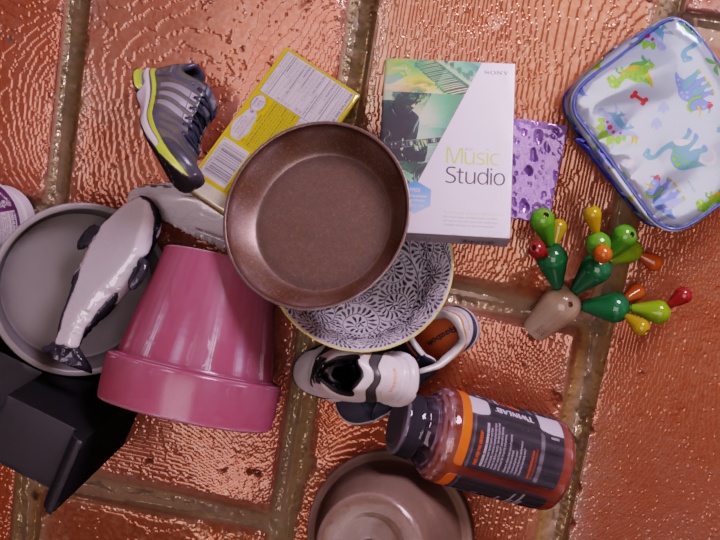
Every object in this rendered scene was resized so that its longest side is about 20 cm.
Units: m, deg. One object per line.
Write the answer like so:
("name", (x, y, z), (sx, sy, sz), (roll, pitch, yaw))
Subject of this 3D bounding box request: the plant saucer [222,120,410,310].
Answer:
("plant saucer", (-0.043, -0.054, 0.872), (0.199, 0.037, 0.201), (-4, 75, 15))

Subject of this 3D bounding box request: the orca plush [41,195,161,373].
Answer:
("orca plush", (-0.269, 0.018, 0.945), (0.105, 0.071, 0.201), (9, 78, 26))

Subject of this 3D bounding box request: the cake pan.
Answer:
("cake pan", (-0.324, 0.020, 0.978), (0.199, 0.037, 0.201), (-5, 101, -26))

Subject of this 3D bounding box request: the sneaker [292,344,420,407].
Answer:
("sneaker", (-0.024, 0.109, 0.938), (0.080, 0.200, 0.074), (11, 79, -36))

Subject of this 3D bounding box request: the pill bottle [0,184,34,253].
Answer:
("pill bottle", (-0.448, -0.048, 0.940), (0.112, 0.200, 0.113), (1, 100, 5))

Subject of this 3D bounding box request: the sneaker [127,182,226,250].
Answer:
("sneaker", (-0.172, -0.063, 0.975), (0.199, 0.076, 0.081), (5, 106, 6))

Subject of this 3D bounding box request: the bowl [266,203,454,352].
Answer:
("bowl", (0.000, 0.000, 0.941), (0.200, 0.094, 0.202), (0, 75, -1))

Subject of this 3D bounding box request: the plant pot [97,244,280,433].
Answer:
("plant pot", (-0.177, 0.073, 0.947), (0.199, 0.200, 0.180), (11, 85, 4))

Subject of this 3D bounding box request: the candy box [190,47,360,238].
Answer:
("candy box", (-0.096, -0.142, 0.937), (0.102, 0.026, 0.200), (34, 77, -1))

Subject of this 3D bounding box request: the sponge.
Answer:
("sponge", (0.124, -0.123, 0.954), (0.199, 0.030, 0.112), (10, 99, 5))

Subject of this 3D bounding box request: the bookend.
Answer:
("bookend", (-0.379, 0.156, 0.968), (0.198, 0.200, 0.092), (26, 101, 0))

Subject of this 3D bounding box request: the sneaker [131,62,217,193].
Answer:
("sneaker", (-0.194, -0.166, 0.917), (0.081, 0.074, 0.201), (-22, 53, -2))

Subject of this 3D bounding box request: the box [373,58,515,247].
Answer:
("box", (0.091, -0.128, 0.905), (0.144, 0.036, 0.201), (3, 76, 3))

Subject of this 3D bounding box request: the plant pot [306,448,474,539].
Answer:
("plant pot", (0.024, 0.297, 0.934), (0.199, 0.175, 0.201), (-2, 77, 10))

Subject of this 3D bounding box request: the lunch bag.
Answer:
("lunch bag", (0.322, -0.152, 0.902), (0.161, 0.082, 0.200), (-38, 94, 10))

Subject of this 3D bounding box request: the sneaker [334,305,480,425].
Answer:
("sneaker", (0.044, 0.105, 0.969), (0.200, 0.079, 0.079), (-39, 74, 8))

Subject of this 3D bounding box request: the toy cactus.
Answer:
("toy cactus", (0.250, 0.021, 0.935), (0.199, 0.102, 0.165), (30, 118, -19))

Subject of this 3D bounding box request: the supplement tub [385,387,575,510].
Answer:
("supplement tub", (0.131, 0.195, 0.945), (0.199, 0.107, 0.107), (18, 101, -14))
